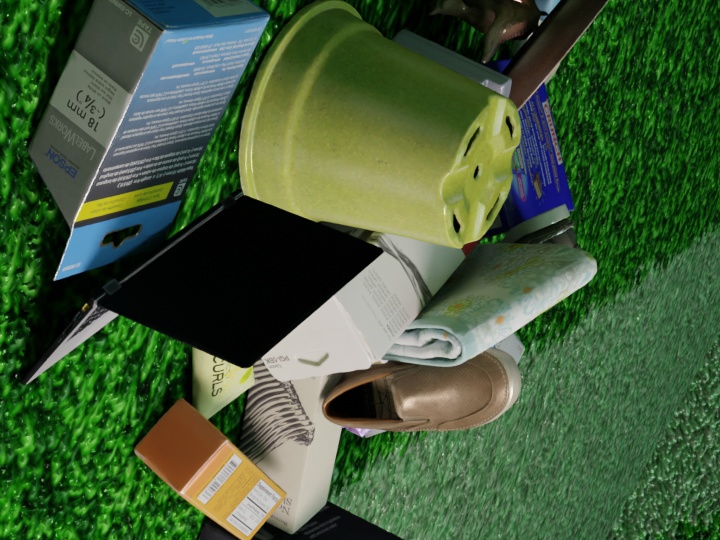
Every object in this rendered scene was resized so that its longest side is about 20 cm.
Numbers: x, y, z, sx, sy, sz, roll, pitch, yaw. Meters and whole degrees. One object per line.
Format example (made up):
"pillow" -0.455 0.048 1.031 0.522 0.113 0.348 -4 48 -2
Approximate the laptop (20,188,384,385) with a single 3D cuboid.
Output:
"laptop" -0.118 0.033 1.347 0.200 0.116 0.187 -43 177 42

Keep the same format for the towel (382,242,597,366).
"towel" 0.094 0.025 1.661 0.171 0.199 0.048 -33 109 -29

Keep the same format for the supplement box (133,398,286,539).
"supplement box" -0.132 0.184 1.640 0.069 0.066 0.200 -48 157 -9

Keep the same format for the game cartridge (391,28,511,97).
"game cartridge" 0.061 -0.123 1.684 0.041 0.132 0.201 -52 162 -44

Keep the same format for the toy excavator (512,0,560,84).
"toy excavator" 0.193 -0.287 1.905 0.201 0.100 0.194 -57 159 15

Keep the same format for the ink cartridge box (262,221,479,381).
"ink cartridge box" 0.000 0.000 1.643 0.200 0.146 0.083 -48 114 -38

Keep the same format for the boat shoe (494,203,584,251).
"boat shoe" 0.163 -0.010 1.784 0.072 0.061 0.202 -25 175 -17

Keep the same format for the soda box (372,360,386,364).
"soda box" 0.038 0.010 1.828 0.068 0.063 0.200 51 55 -16

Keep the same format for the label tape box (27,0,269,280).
"label tape box" -0.159 -0.104 1.272 0.144 0.063 0.201 -21 143 -61

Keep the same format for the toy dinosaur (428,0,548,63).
"toy dinosaur" 0.131 -0.251 1.700 0.135 0.201 0.086 31 113 -32

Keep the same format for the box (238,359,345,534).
"box" -0.066 0.148 1.756 0.068 0.082 0.202 -37 144 -52

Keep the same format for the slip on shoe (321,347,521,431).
"slip on shoe" 0.052 0.111 1.643 0.060 0.199 0.077 -17 100 -52

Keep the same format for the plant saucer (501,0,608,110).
"plant saucer" 0.176 -0.213 1.702 0.201 0.032 0.200 -50 -178 2

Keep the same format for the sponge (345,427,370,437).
"sponge" 0.044 0.081 1.831 0.200 0.111 0.030 -43 109 -14

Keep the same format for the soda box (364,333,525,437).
"soda box" 0.069 0.105 1.873 0.064 0.199 0.068 52 41 -18

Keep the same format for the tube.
"tube" -0.119 0.062 1.581 0.201 0.057 0.052 95 -7 -51

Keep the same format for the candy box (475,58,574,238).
"candy box" 0.137 -0.124 1.846 0.200 0.076 0.171 -15 91 -62

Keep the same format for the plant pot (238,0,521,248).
"plant pot" 0.028 -0.108 1.529 0.200 0.183 0.202 -43 144 -44

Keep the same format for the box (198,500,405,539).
"box" -0.046 0.323 1.823 0.196 0.199 0.118 -11 123 -64
